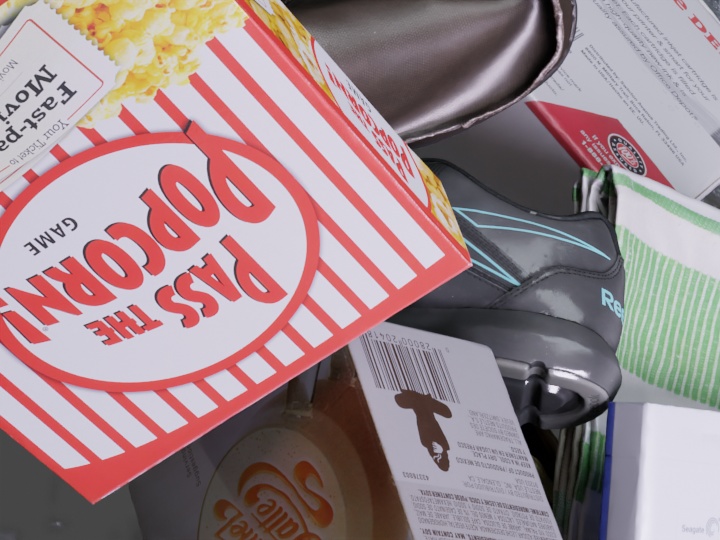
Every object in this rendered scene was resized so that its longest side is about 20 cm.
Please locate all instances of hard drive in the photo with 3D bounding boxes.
[{"bbox_3d":[0.131,0.153,0.916,0.132,0.025,0.201,10,83,-44],"label":"hard drive"}]

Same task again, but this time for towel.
[{"bbox_3d":[0.130,0.073,0.965,0.152,0.023,0.201,19,69,-39],"label":"towel"}]

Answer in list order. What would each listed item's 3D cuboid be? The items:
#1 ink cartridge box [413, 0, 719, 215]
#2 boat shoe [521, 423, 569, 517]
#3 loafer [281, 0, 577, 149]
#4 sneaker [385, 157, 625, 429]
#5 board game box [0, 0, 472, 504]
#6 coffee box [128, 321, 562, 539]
[{"bbox_3d":[0.096,-0.076,1.161,0.144,0.084,0.200,50,34,4],"label":"ink cartridge box"},{"bbox_3d":[0.024,0.024,0.986,0.072,0.068,0.200,-5,60,-51],"label":"boat shoe"},{"bbox_3d":[-0.013,-0.066,0.904,0.071,0.199,0.073,-144,-144,-77],"label":"loafer"},{"bbox_3d":[0.000,0.000,0.919,0.199,0.075,0.079,13,66,3],"label":"sneaker"},{"bbox_3d":[-0.082,-0.031,0.758,0.200,0.151,0.046,45,17,-41],"label":"board game box"},{"bbox_3d":[0.010,0.130,0.819,0.080,0.114,0.200,14,46,-43],"label":"coffee box"}]
